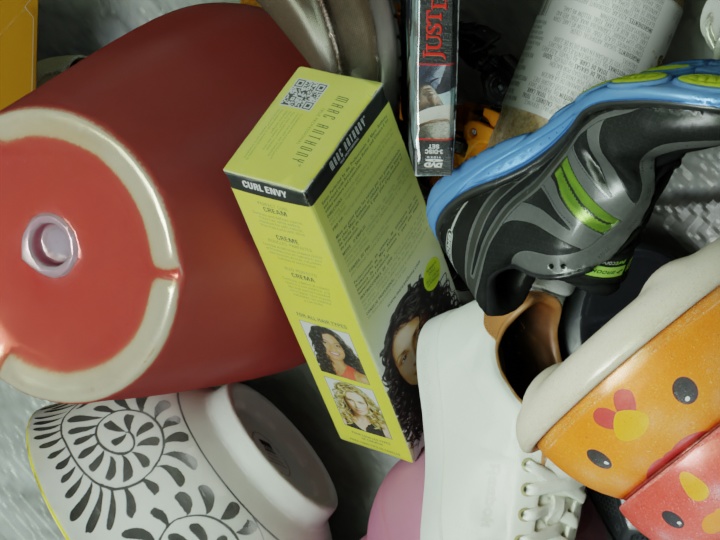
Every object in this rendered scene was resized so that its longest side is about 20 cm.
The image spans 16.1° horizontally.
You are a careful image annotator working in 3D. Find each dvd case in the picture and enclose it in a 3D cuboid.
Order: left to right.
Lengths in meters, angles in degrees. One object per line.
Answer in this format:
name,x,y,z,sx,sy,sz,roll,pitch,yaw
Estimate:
dvd case,0.032,-0.157,1.178,0.022,0.146,0.201,-1,106,-1

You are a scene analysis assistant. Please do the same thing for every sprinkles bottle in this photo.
sprinkles bottle,0.107,-0.091,1.222,0.068,0.068,0.201,22,90,26

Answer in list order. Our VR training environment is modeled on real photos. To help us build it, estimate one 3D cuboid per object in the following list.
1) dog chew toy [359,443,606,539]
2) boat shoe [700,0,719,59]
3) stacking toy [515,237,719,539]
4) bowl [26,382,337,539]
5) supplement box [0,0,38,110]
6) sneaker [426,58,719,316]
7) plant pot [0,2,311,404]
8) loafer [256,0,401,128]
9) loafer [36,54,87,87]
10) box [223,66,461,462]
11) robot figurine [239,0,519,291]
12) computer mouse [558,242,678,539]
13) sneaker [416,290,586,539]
dog chew toy,0.041,0.173,1.318,0.125,0.124,0.200,47,127,16
boat shoe,0.187,-0.108,1.134,0.069,0.201,0.071,-17,123,19
stacking toy,0.177,0.094,1.094,0.146,0.146,0.200,-45,79,29
bowl,-0.075,0.121,1.344,0.094,0.201,0.201,-41,76,12
supplement box,-0.304,-0.096,1.387,0.200,0.196,0.134,22,112,57
sneaker,0.110,-0.035,1.114,0.199,0.071,0.083,-31,78,46
plant pot,-0.106,-0.025,1.257,0.199,0.177,0.202,6,104,26
loafer,-0.029,-0.145,1.253,0.071,0.073,0.201,-15,69,-6
loafer,-0.144,-0.034,1.413,0.068,0.075,0.201,-35,79,37
box,0.000,0.000,1.225,0.050,0.075,0.201,15,146,32
robot figurine,0.014,-0.076,1.322,0.199,0.058,0.146,27,112,25
computer mouse,0.141,0.088,1.254,0.053,0.138,0.201,156,104,-68
sneaker,0.076,0.103,1.185,0.084,0.073,0.201,-25,66,41
